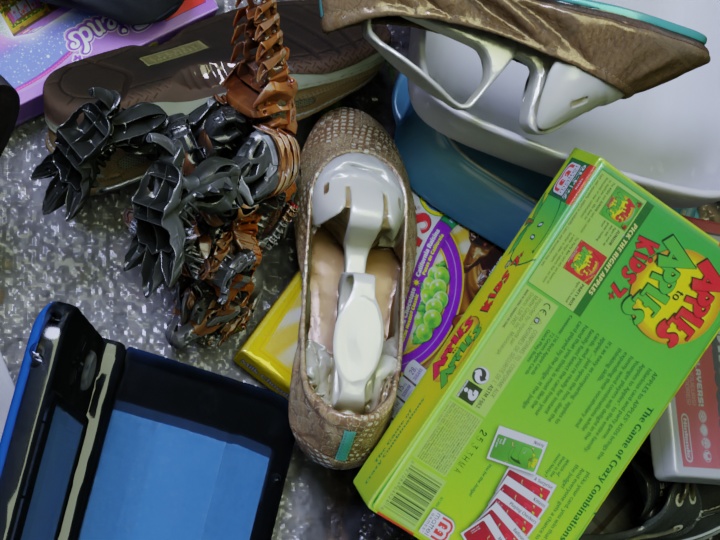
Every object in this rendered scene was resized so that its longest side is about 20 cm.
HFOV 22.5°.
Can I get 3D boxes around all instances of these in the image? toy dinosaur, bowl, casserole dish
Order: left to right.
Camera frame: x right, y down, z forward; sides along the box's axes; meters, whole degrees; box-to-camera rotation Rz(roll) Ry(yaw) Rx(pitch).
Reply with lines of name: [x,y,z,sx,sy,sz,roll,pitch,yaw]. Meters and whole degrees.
toy dinosaur: [-0.078,-0.052,0.894,0.135,0.102,0.202,-15,108,-45]
casserole dish: [0.112,-0.064,1.005,0.199,0.039,0.122,30,65,-9]
bowl: [0.118,-0.133,0.969,0.199,0.075,0.201,16,68,-13]

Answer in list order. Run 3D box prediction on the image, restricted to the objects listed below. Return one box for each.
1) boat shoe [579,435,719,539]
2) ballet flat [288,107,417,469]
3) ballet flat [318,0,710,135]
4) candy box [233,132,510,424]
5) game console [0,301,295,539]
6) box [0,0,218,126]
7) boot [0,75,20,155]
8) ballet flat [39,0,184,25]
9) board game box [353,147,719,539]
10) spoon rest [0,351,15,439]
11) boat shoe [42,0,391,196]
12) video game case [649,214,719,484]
boat shoe: [0.150,0.120,0.982,0.199,0.057,0.069,-11,79,-21]
ballet flat: [0.000,0.000,0.932,0.070,0.065,0.202,3,70,-11]
ballet flat: [0.069,-0.108,0.873,0.199,0.068,0.073,18,87,-13]
candy box: [0.027,0.002,0.991,0.102,0.026,0.200,37,66,-3]
game console: [-0.106,0.133,0.837,0.117,0.171,0.202,12,79,2]
box: [-0.193,-0.148,0.952,0.199,0.039,0.137,-29,85,-23]
boot: [-0.279,-0.061,0.855,0.199,0.068,0.189,34,104,22]
ballet flat: [-0.178,-0.170,0.905,0.198,0.073,0.074,9,73,-16]
board game box: [0.095,0.053,0.890,0.101,0.048,0.201,33,93,-14]
spoon rest: [-0.200,0.065,0.880,0.099,0.061,0.202,0,75,-18]
boat shoe: [-0.075,-0.088,0.962,0.199,0.077,0.072,-16,39,-24]
video game case: [0.225,0.049,1.007,0.199,0.017,0.144,9,71,-41]
